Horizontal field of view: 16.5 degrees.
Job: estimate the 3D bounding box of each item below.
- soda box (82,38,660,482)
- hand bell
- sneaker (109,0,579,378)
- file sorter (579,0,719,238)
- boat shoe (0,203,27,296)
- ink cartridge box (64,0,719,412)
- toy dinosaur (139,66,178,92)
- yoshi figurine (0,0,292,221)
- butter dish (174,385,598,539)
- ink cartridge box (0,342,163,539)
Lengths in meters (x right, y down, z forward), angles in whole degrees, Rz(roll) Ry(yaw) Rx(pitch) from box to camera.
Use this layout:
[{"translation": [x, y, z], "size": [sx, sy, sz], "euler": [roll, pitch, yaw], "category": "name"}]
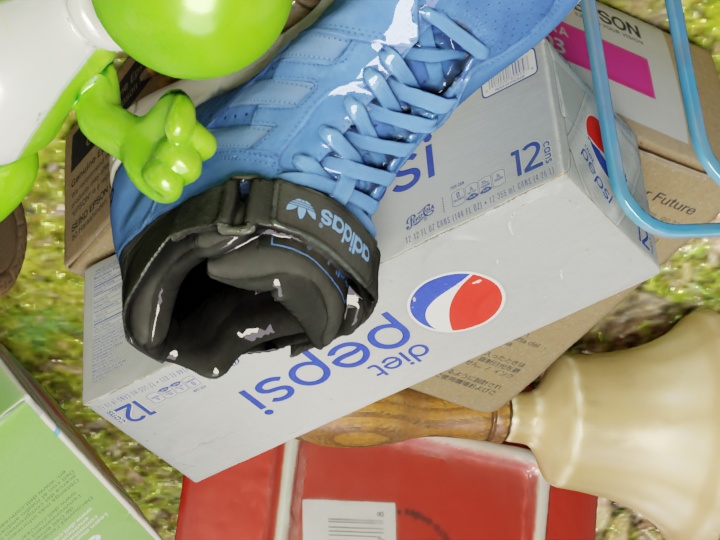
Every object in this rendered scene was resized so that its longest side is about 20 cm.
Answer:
[{"translation": [0.000, 0.000, 0.860], "size": [0.199, 0.064, 0.068], "euler": [-26, 137, 24], "category": "soda box"}, {"translation": [0.049, 0.060, 1.035], "size": [0.199, 0.105, 0.104], "euler": [5, 141, -13], "category": "hand bell"}, {"translation": [0.000, -0.037, 0.777], "size": [0.199, 0.112, 0.077], "euler": [-29, 134, 26], "category": "sneaker"}, {"translation": [0.173, -0.094, 0.760], "size": [0.138, 0.124, 0.200], "euler": [-4, 168, -27], "category": "file sorter"}, {"translation": [-0.208, -0.048, 0.902], "size": [0.076, 0.072, 0.200], "euler": [-12, 141, 36], "category": "boat shoe"}, {"translation": [0.013, -0.041, 0.922], "size": [0.199, 0.075, 0.165], "euler": [20, 134, -28], "category": "ink cartridge box"}, {"translation": [-0.090, -0.113, 0.829], "size": [0.199, 0.061, 0.106], "euler": [-25, 137, 23], "category": "toy dinosaur"}, {"translation": [-0.095, -0.067, 0.751], "size": [0.199, 0.112, 0.112], "euler": [-34, 149, 8], "category": "yoshi figurine"}, {"translation": [-0.011, 0.144, 1.101], "size": [0.198, 0.201, 0.148], "euler": [14, 162, -24], "category": "butter dish"}, {"translation": [-0.142, 0.081, 1.019], "size": [0.059, 0.104, 0.200], "euler": [-40, 145, -5], "category": "ink cartridge box"}]
